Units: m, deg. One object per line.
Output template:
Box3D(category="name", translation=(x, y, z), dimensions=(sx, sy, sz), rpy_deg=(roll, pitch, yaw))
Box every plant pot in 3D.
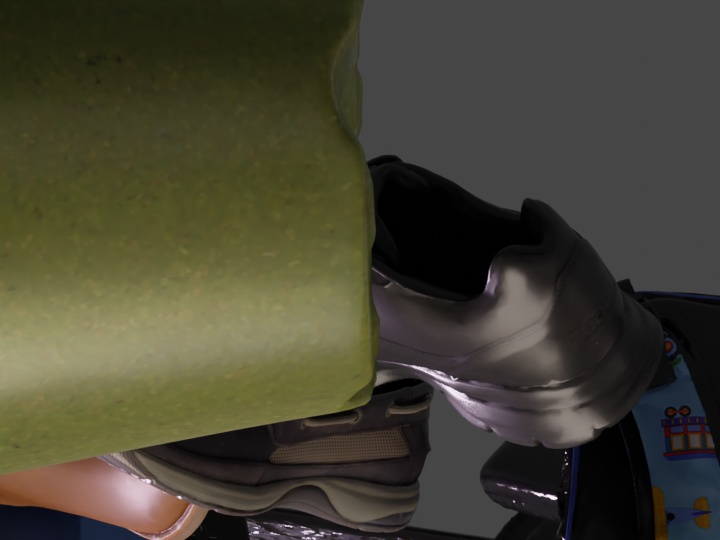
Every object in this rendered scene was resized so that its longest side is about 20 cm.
Box3D(category="plant pot", translation=(-0.089, -0.026, 0.677), dimensions=(0.183, 0.201, 0.200), rpy_deg=(-3, 161, -1))

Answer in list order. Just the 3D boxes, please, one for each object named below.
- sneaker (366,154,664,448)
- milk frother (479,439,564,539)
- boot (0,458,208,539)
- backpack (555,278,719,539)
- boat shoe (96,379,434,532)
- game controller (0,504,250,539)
Box3D(category="sneaker", translation=(0.000, 0.000, 0.877), dimensions=(0.199, 0.076, 0.091), rpy_deg=(1, 141, 32))
Box3D(category="milk frother", translation=(0.101, 0.183, 1.096), dimensions=(0.180, 0.200, 0.188), rpy_deg=(37, 167, -30))
Box3D(category="boot", translation=(-0.151, 0.067, 1.107), dimensions=(0.154, 0.074, 0.200), rpy_deg=(13, 164, -26))
Box3D(category="backpack", translation=(0.154, 0.120, 0.933), dimensions=(0.182, 0.201, 0.135), rpy_deg=(5, 161, 8))
Box3D(category="boat shoe", translation=(-0.041, 0.049, 1.000), dimensions=(0.074, 0.074, 0.200), rpy_deg=(21, -177, 33))
Box3D(category="game controller", translation=(-0.145, 0.114, 1.207), dimensions=(0.199, 0.105, 0.042), rpy_deg=(10, 135, -20))
